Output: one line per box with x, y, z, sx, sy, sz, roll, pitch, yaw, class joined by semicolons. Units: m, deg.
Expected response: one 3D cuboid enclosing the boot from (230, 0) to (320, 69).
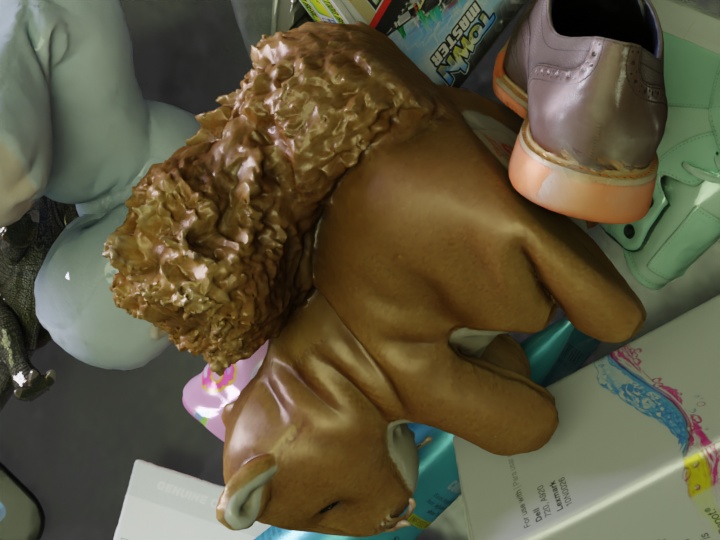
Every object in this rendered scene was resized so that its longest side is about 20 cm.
-0.085;-0.150;0.827;0.199;0.072;0.184;11;112;36;boot

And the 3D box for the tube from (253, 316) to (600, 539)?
0.034;0.085;0.834;0.200;0.077;0.051;-41;79;7;tube

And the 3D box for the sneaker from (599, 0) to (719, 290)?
0.171;-0.034;0.768;0.200;0.073;0.119;35;107;53;sneaker

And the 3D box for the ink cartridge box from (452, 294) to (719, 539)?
0.159;0.096;0.780;0.199;0.084;0.145;-29;125;13;ink cartridge box

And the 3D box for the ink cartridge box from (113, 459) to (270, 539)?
-0.042;0.204;0.889;0.198;0.044;0.175;16;87;11;ink cartridge box

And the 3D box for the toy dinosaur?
-0.163;0.004;0.887;0.076;0.102;0.202;-9;108;-25;toy dinosaur

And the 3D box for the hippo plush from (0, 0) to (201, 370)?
-0.131;-0.047;0.786;0.158;0.161;0.201;-8;48;40;hippo plush

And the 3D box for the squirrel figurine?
-0.011;0.012;0.736;0.199;0.142;0.187;34;111;-20;squirrel figurine

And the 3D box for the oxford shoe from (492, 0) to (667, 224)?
0.095;-0.087;0.725;0.071;0.200;0.074;10;114;-4;oxford shoe

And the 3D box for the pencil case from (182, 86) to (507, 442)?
0.000;0.000;0.845;0.087;0.087;0.201;33;100;8;pencil case

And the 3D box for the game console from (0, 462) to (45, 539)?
-0.281;0.124;0.867;0.200;0.176;0.116;45;118;-7;game console

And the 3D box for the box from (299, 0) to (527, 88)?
0.053;-0.172;0.770;0.035;0.110;0.201;27;75;44;box
